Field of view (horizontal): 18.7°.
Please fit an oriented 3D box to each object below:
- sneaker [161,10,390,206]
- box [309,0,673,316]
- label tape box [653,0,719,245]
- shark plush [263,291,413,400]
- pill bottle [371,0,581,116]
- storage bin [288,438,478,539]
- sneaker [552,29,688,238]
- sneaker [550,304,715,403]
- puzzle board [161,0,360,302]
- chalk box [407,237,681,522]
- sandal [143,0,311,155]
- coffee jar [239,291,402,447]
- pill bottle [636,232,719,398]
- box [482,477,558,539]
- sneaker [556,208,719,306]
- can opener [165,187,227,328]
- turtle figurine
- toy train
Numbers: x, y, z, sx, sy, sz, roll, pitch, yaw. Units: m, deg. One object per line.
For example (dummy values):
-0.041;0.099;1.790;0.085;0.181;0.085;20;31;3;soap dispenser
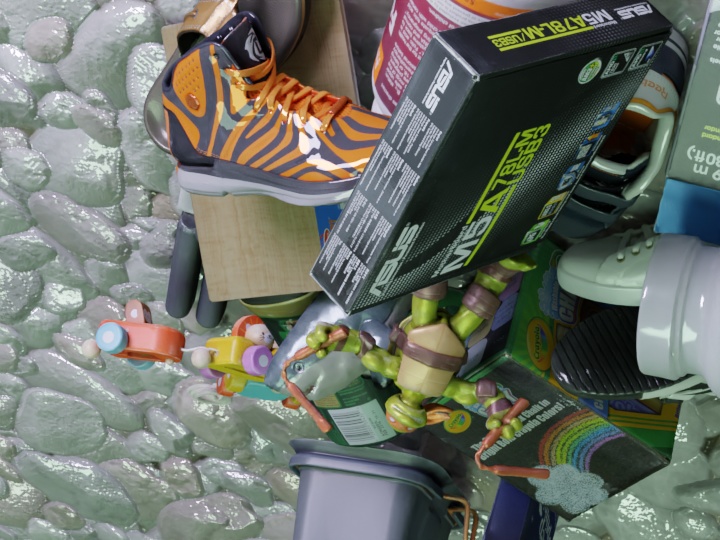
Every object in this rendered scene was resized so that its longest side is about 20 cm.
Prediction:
-0.048;-0.106;1.399;0.199;0.078;0.113;1;117;28;sneaker
0.081;-0.075;1.347;0.048;0.193;0.200;46;130;21;box
0.274;-0.084;1.394;0.143;0.066;0.201;14;119;6;label tape box
0.000;0.000;1.543;0.083;0.091;0.201;18;102;-8;shark plush
0.071;-0.146;1.412;0.114;0.114;0.200;20;138;0;pill bottle
0.015;0.229;1.752;0.145;0.135;0.200;7;164;14;storage bin
0.159;-0.076;1.477;0.078;0.080;0.200;20;140;0;sneaker
0.226;0.065;1.547;0.199;0.074;0.089;-13;147;-14;sneaker
-0.058;-0.083;1.522;0.150;0.017;0.201;-6;98;31;puzzle board
0.125;0.067;1.601;0.200;0.124;0.125;35;138;-17;chalk box
-0.100;-0.153;1.481;0.082;0.055;0.200;50;125;12;sandal
-0.024;0.032;1.642;0.085;0.105;0.200;-8;130;29;coffee jar
0.285;0.035;1.400;0.199;0.116;0.116;9;137;18;pill bottle
0.124;0.198;1.682;0.032;0.200;0.121;7;137;16;box
0.231;-0.027;1.516;0.199;0.073;0.085;-4;118;18;sneaker
-0.120;-0.022;1.658;0.052;0.067;0.200;20;143;3;can opener
0.060;0.053;1.490;0.199;0.064;0.162;23;107;-3;turtle figurine
-0.117;0.061;1.704;0.150;0.056;0.200;3;166;23;toy train
